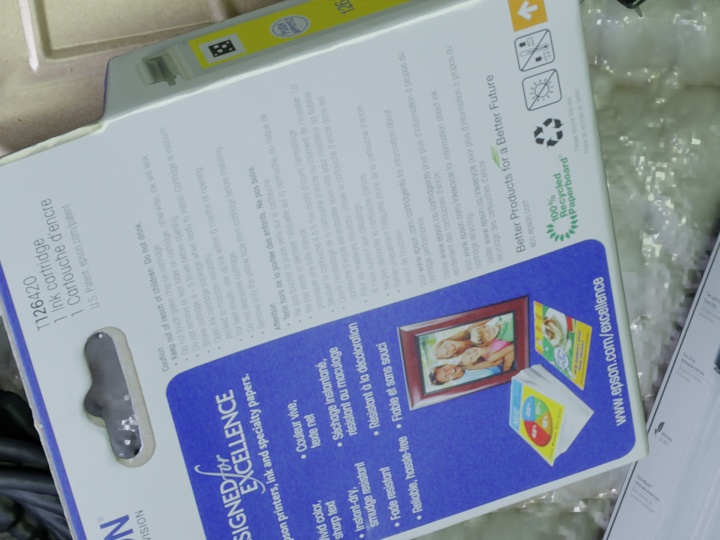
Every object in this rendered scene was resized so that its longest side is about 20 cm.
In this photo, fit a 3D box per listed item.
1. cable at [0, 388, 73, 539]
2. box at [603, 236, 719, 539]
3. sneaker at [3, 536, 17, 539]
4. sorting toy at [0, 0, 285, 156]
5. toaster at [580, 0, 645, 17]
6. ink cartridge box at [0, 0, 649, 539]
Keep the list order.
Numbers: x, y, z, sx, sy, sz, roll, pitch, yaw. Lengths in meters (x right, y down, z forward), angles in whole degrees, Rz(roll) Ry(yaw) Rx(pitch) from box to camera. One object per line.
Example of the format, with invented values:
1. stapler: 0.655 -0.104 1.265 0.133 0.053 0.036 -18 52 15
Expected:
1. cable: -0.130 0.127 0.926 0.200 0.051 0.163 49 49 -1
2. box: 0.156 0.085 1.074 0.060 0.117 0.201 17 97 -22
3. sneaker: -0.053 0.103 1.033 0.200 0.085 0.073 -31 110 -10
4. sorting toy: -0.045 -0.144 0.884 0.185 0.036 0.201 -12 104 -13
5. toaster: 0.000 -0.127 0.977 0.129 0.114 0.200 -44 114 0
6. ink cartridge box: -0.014 0.007 0.902 0.199 0.047 0.198 -17 125 -7
